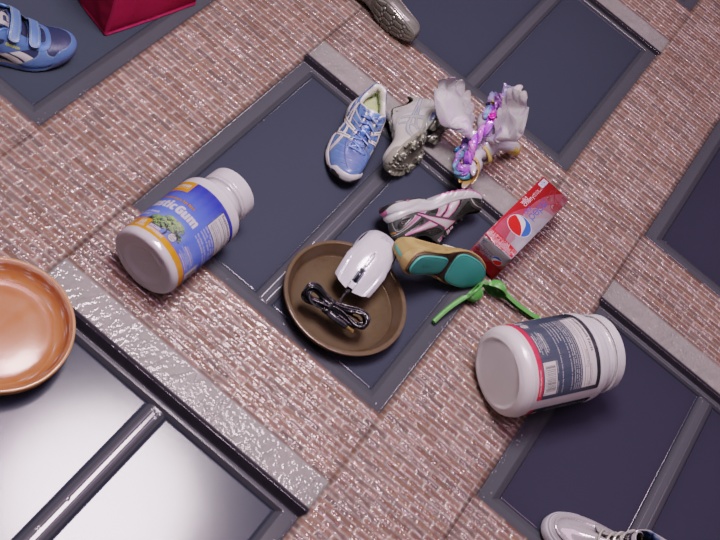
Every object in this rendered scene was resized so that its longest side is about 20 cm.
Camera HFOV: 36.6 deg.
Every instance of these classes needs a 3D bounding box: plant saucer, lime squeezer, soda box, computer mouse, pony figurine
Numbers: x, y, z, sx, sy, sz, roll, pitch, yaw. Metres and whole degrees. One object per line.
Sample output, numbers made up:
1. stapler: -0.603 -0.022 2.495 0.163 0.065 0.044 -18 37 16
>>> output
1. plant saucer: -0.478 0.075 1.429 0.200 0.037 0.200 12 55 -18
2. plant saucer: -0.026 0.045 1.661 0.200 0.029 0.200 11 56 -17
3. lime squeezer: 0.199 0.050 1.765 0.200 0.038 0.071 0 92 -25
4. soda box: 0.267 -0.074 1.843 0.063 0.070 0.200 45 52 6
5. computer mouse: 0.000 0.000 1.656 0.110 0.044 0.200 34 52 -1
6. pony figurine: 0.218 -0.245 1.856 0.166 0.193 0.200 15 32 24

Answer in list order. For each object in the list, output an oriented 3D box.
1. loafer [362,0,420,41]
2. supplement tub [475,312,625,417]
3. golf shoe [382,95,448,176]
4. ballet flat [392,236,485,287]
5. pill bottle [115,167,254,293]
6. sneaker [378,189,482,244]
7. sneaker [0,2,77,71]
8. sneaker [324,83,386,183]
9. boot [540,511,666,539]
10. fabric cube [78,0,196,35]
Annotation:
1. loafer: 0.044 -0.506 2.011 0.070 0.070 0.200 -36 79 -28
2. supplement tub: 0.291 0.142 1.676 0.200 0.140 0.140 -8 64 -29
3. golf shoe: 0.074 -0.234 1.867 0.097 0.078 0.200 28 45 15
4. ballet flat: 0.126 -0.021 1.724 0.200 0.069 0.063 14 29 -49
5. pill bottle: -0.247 -0.065 1.575 0.112 0.112 0.200 41 52 4
6. sneaker: 0.118 -0.078 1.789 0.200 0.080 0.086 -13 89 -32
7. sneaker: -0.526 -0.356 1.648 0.200 0.082 0.074 -2 60 -28
8. sneaker: -0.004 -0.232 1.814 0.076 0.077 0.200 23 55 -12
9. boot: 0.370 0.392 1.583 0.200 0.096 0.074 23 53 -10
10. fabric cube: -0.372 -0.541 1.761 0.196 0.199 0.200 -32 77 -35
